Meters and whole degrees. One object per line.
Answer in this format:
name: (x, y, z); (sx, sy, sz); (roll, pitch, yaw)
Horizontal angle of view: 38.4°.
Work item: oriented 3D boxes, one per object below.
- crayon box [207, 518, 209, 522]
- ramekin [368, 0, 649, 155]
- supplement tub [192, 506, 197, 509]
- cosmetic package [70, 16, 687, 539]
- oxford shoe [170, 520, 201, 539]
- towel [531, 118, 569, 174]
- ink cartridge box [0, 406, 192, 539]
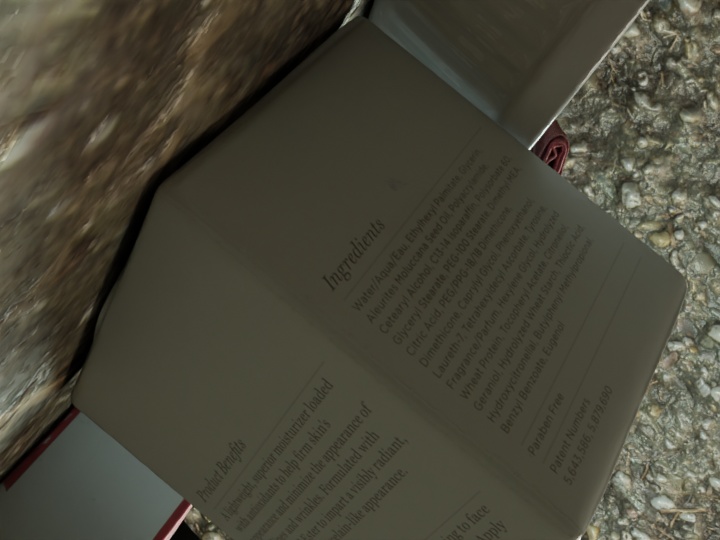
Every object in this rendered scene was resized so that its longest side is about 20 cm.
crayon box: (-0.124, 0.172, 1.069); (0.200, 0.050, 0.129); (-140, -109, -74)
ramekin: (0.090, -0.153, 0.527); (0.201, 0.105, 0.200); (-52, 179, -1)
supplement tub: (-0.090, 0.101, 0.703); (0.123, 0.122, 0.200); (-51, 178, -16)
cosmetic package: (0.006, 0.032, 0.472); (0.165, 0.199, 0.165); (-49, 178, -44)
oxford shoe: (-0.148, 0.206, 0.713); (0.071, 0.071, 0.200); (-48, -140, 5)
towel: (0.117, -0.070, 0.810); (0.201, 0.022, 0.146); (-94, -165, -64)
ink cartridge box: (-0.177, 0.179, 0.562); (0.147, 0.082, 0.201); (-52, 178, -43)
